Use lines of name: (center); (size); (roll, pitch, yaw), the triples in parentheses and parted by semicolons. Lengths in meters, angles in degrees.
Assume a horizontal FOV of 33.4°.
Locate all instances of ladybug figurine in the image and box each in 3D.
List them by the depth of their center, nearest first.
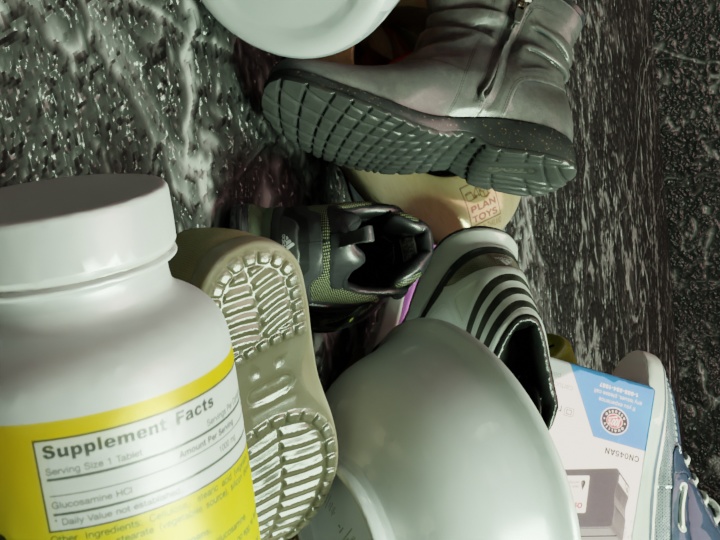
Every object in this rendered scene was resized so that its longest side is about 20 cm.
ladybug figurine: (0.031, -0.101, 0.781); (0.136, 0.072, 0.200); (-25, 89, -27)

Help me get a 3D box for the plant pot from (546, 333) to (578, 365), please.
plant pot: (0.135, 0.161, 0.983); (0.200, 0.200, 0.193); (-39, 114, -65)

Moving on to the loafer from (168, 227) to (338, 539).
loafer: (-0.059, 0.059, 0.595); (0.076, 0.068, 0.200); (-18, 128, -26)

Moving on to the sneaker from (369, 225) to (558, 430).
sneaker: (0.054, 0.083, 0.724); (0.115, 0.076, 0.201); (-107, -151, -48)

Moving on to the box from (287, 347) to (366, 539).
box: (-0.012, 0.169, 0.791); (0.200, 0.021, 0.164); (-53, 137, -58)

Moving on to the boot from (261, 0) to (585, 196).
boot: (0.039, -0.125, 0.722); (0.070, 0.200, 0.132); (139, -41, -58)

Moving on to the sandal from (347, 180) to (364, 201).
sandal: (0.028, -0.041, 0.881); (0.200, 0.043, 0.076); (69, 28, -42)

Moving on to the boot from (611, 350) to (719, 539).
boot: (0.224, 0.165, 0.889); (0.073, 0.090, 0.200); (149, -45, -63)

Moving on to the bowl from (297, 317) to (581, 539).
bowl: (0.023, 0.134, 0.662); (0.090, 0.201, 0.201); (-16, 107, -30)

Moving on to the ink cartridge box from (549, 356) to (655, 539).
ink cartridge box: (0.112, 0.164, 0.838); (0.084, 0.144, 0.200); (159, -55, -67)

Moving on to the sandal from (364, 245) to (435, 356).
sandal: (0.054, 0.008, 0.848); (0.082, 0.050, 0.203); (45, 56, -58)

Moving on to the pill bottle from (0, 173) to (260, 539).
pill bottle: (-0.097, 0.071, 0.435); (0.112, 0.112, 0.200); (-39, 125, -65)

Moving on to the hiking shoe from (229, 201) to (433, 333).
hiking shoe: (0.000, 0.000, 0.718); (0.200, 0.101, 0.076); (7, 83, -70)

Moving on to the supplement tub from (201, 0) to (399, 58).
supplement tub: (-0.010, -0.208, 0.673); (0.200, 0.122, 0.123); (-59, 143, -54)
